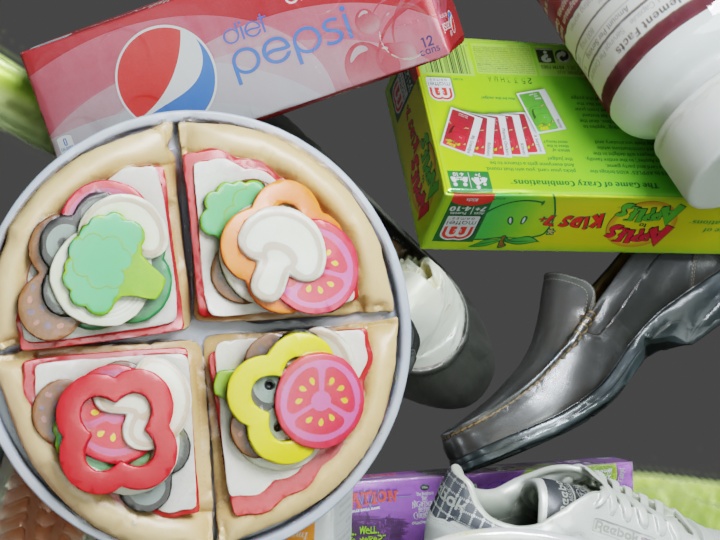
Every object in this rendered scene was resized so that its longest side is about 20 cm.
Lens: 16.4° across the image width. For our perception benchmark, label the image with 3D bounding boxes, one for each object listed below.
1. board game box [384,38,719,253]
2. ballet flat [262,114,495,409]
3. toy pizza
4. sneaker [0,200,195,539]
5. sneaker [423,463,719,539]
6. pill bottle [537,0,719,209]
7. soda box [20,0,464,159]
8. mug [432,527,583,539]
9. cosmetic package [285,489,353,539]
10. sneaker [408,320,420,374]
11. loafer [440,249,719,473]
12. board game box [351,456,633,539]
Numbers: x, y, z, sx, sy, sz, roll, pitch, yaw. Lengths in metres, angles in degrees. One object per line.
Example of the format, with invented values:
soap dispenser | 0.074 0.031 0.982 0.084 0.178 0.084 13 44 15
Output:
board game box | 0.120 -0.063 1.277 0.199 0.048 0.102 1 55 -18
ballet flat | 0.000 0.000 1.254 0.200 0.068 0.068 44 79 -15
toy pizza | -0.072 0.029 1.109 0.199 0.032 0.202 0 89 -13
sneaker | -0.132 0.044 1.180 0.071 0.080 0.201 18 110 -14
sneaker | 0.127 0.141 1.263 0.199 0.076 0.081 3 105 -20
pill bottle | 0.152 -0.139 1.235 0.114 0.114 0.201 -24 70 -16
soda box | -0.055 -0.106 1.191 0.199 0.063 0.070 -18 97 12
mug | 0.054 0.223 1.182 0.185 0.150 0.154 9 121 3
cosmetic package | -0.059 0.176 1.222 0.101 0.071 0.202 2 93 7
sneaker | -0.062 0.013 1.211 0.199 0.076 0.079 32 45 18
loafer | 0.114 0.033 1.298 0.200 0.073 0.073 -35 93 -24
board game box | 0.049 0.163 1.298 0.199 0.032 0.121 -2 95 -18
